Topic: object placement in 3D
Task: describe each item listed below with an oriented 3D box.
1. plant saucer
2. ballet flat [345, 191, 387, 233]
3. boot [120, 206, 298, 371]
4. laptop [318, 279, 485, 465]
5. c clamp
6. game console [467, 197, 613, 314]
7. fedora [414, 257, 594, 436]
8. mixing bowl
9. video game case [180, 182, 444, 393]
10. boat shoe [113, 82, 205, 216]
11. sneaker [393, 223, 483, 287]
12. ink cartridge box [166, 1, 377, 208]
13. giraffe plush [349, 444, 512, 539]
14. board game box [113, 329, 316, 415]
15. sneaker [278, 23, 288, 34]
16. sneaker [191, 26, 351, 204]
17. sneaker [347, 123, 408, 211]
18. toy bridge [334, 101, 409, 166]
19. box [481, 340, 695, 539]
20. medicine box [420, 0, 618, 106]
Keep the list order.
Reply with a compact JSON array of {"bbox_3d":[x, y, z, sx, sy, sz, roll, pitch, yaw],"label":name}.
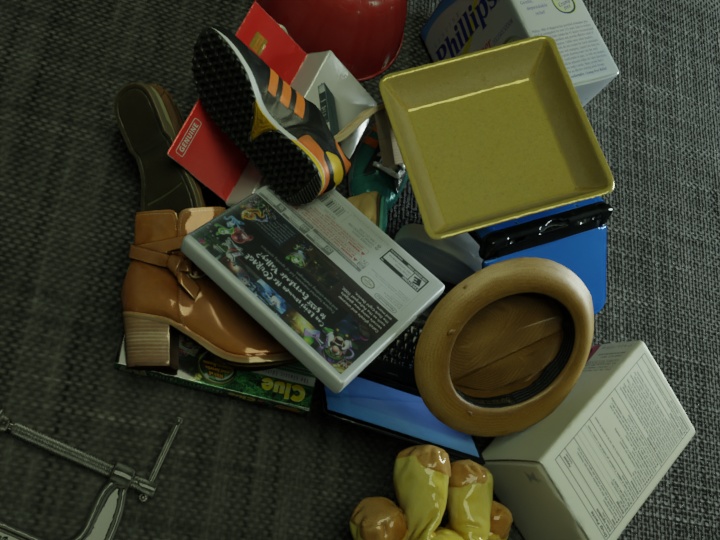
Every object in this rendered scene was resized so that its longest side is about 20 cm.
[{"bbox_3d":[0.137,-0.133,0.989,0.198,0.049,0.202,-15,66,-4],"label":"plant saucer"},{"bbox_3d":[0.000,0.000,0.991,0.062,0.069,0.202,-4,47,4],"label":"ballet flat"},{"bbox_3d":[-0.132,0.018,0.918,0.197,0.077,0.157,0,79,-1],"label":"boot"},{"bbox_3d":[0.052,0.083,0.987,0.175,0.103,0.202,20,72,-14],"label":"laptop"},{"bbox_3d":[-0.283,0.186,0.860,0.198,0.027,0.173,22,67,-14],"label":"c clamp"},{"bbox_3d":[0.180,-0.029,1.068,0.198,0.119,0.171,-15,51,-35],"label":"game console"},{"bbox_3d":[0.137,0.068,0.951,0.198,0.082,0.203,-7,111,-18],"label":"fedora"},{"bbox_3d":[-0.020,-0.341,1.136,0.198,0.108,0.203,8,67,-19],"label":"mixing bowl"},{"bbox_3d":[-0.041,-0.001,0.900,0.200,0.023,0.182,42,46,10],"label":"video game case"},{"bbox_3d":[-0.191,-0.098,0.984,0.068,0.071,0.203,-17,94,-68],"label":"boat shoe"},{"bbox_3d":[0.128,-0.035,1.093,0.198,0.074,0.117,23,60,-23],"label":"sneaker"},{"bbox_3d":[-0.085,-0.150,0.992,0.176,0.044,0.202,41,66,-38],"label":"ink cartridge box"},{"bbox_3d":[0.084,0.280,0.851,0.171,0.162,0.202,27,86,-24],"label":"giraffe plush"},{"bbox_3d":[-0.137,0.072,0.954,0.198,0.024,0.106,16,61,-8],"label":"board game box"},{"bbox_3d":[-0.099,-0.181,1.055,0.078,0.079,0.202,-3,71,-24],"label":"sneaker"},{"bbox_3d":[-0.087,-0.159,0.943,0.201,0.070,0.090,53,37,5],"label":"sneaker"},{"bbox_3d":[0.045,-0.156,1.098,0.071,0.080,0.202,28,61,-12],"label":"sneaker"},{"bbox_3d":[0.031,-0.148,1.032,0.198,0.027,0.068,-12,95,-32],"label":"toy bridge"},{"bbox_3d":[0.241,0.187,1.004,0.200,0.109,0.129,-39,102,-30],"label":"box"},{"bbox_3d":[0.184,-0.265,1.142,0.102,0.182,0.202,-17,75,-28],"label":"medicine box"}]
